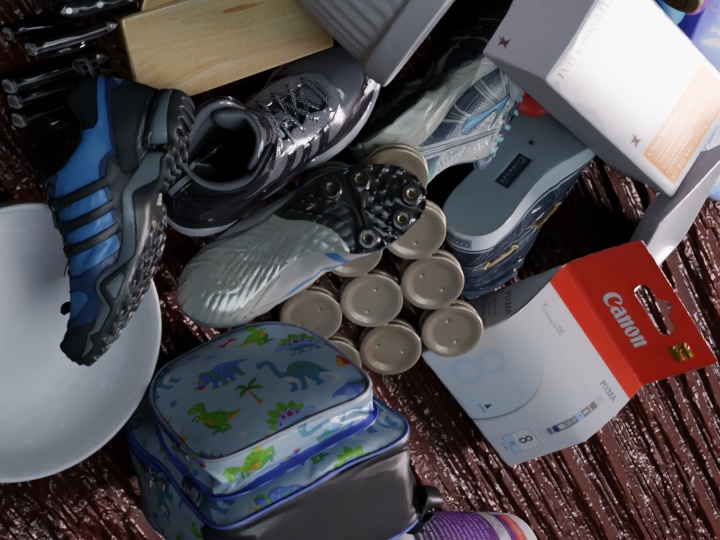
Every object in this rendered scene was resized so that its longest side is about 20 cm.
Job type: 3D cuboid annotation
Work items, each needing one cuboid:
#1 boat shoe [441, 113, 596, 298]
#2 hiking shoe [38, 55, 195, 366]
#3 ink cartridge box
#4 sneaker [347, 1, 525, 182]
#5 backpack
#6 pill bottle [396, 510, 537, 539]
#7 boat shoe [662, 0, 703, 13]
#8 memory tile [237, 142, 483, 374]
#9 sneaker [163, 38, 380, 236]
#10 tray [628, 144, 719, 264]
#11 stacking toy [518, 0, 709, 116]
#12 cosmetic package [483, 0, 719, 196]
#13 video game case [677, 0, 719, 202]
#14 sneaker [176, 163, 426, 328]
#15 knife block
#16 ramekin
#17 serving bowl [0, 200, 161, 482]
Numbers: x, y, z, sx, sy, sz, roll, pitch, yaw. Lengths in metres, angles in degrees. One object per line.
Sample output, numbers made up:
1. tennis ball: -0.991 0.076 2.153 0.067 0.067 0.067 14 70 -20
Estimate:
1. boat shoe: 0.133 -0.067 1.441 0.200 0.071 0.091 -42 154 -25
2. hiking shoe: -0.174 -0.036 1.189 0.086 0.074 0.201 20 104 4
3. ink cartridge box: 0.171 0.072 1.462 0.199 0.047 0.160 -20 128 23
4. sneaker: 0.086 -0.129 1.369 0.200 0.078 0.086 -36 118 0
5. backpack: -0.074 0.126 1.303 0.182 0.200 0.148 -25 121 -25
6. pill bottle: 0.046 0.255 1.487 0.199 0.111 0.112 7 106 -33
7. boat shoe: 0.213 -0.290 1.349 0.065 0.073 0.200 -36 98 -18
8. memory tile: 0.000 0.000 1.371 0.152 0.017 0.201 -17 123 6
9. sneaker: -0.059 -0.103 1.261 0.200 0.114 0.076 -40 87 -8
10. tray: 0.248 -0.035 1.477 0.107 0.022 0.200 -45 167 -21
11. stacking toy: 0.194 -0.195 1.413 0.200 0.085 0.086 -40 125 -7
12. cosmetic package: 0.191 -0.148 1.335 0.200 0.071 0.102 33 90 -46
13. video game case: 0.323 -0.160 1.526 0.181 0.045 0.201 16 101 -35
14. sneaker: -0.045 -0.022 1.314 0.199 0.072 0.072 -27 94 -1
15. knife block: -0.140 -0.146 1.233 0.200 0.064 0.176 28 94 -37
16. ramekin: 0.036 -0.234 1.210 0.105 0.200 0.200 38 87 -1
17. serving bowl: -0.242 0.043 1.243 0.199 0.066 0.201 -11 111 -29
